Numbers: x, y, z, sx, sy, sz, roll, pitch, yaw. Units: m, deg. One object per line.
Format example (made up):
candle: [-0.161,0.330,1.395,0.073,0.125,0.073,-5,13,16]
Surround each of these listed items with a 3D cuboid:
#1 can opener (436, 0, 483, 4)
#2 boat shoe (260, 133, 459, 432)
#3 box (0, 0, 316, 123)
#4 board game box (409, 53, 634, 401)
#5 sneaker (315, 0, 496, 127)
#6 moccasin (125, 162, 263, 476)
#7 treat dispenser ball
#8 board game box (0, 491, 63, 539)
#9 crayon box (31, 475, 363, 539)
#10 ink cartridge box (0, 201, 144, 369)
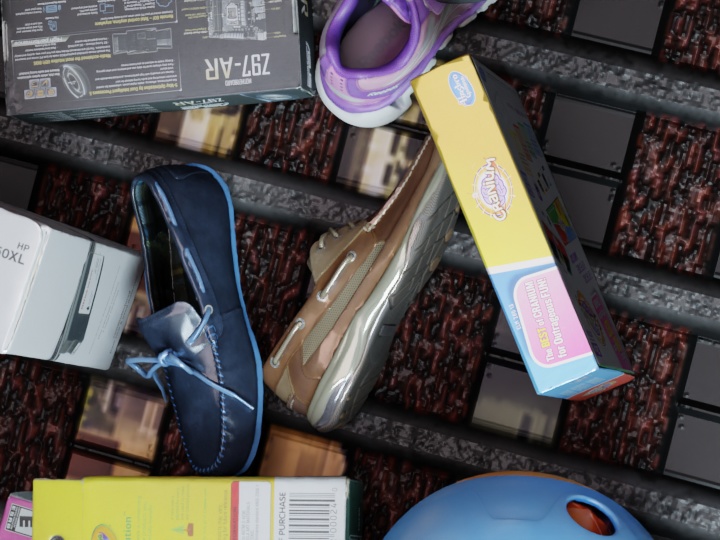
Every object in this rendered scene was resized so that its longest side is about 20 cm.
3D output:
can opener: [0.125,-0.220,1.718,0.199,0.067,0.053,-26,79,-25]
boat shoe: [0.000,0.000,1.743,0.072,0.076,0.201,28,90,15]
box: [-0.132,-0.183,1.801,0.199,0.044,0.161,-5,84,12]
board game box: [0.099,-0.022,1.682,0.040,0.153,0.201,-24,80,11]
sneaker: [0.038,-0.182,1.741,0.080,0.088,0.201,35,92,14]
moccasin: [-0.115,0.033,1.759,0.080,0.068,0.201,-26,70,42]
treat dispenser ball: [0.093,0.218,1.639,0.200,0.201,0.202,-1,85,12]
board game box: [-0.141,0.236,1.760,0.199,0.064,0.148,15,89,12]
crayon box: [-0.099,0.187,1.697,0.199,0.051,0.128,0,84,12]
ink cartridge box: [-0.236,-0.002,1.729,0.144,0.200,0.085,18,89,13]
